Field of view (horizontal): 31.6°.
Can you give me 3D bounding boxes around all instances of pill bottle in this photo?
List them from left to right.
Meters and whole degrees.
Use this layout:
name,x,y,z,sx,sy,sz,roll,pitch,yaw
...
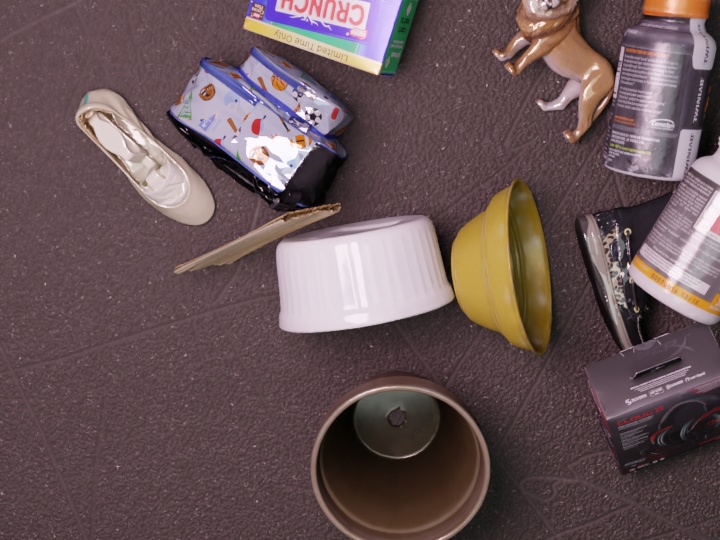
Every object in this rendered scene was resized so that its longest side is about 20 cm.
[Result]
name,x,y,z,sx,sy,sz,roll,pitch,yaw
pill bottle,0.337,-0.207,1.416,0.106,0.106,0.201,7,104,-2
pill bottle,0.388,-0.052,1.378,0.116,0.116,0.200,28,105,-7

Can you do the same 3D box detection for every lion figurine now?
name,x,y,z,sx,sy,sz,roll,pitch,yaw
lion figurine,0.232,-0.240,1.421,0.122,0.073,0.200,-40,123,11

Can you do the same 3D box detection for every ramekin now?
name,x,y,z,sx,sy,sz,roll,pitch,yaw
ramekin,0.000,0.000,1.424,0.200,0.200,0.098,-9,96,2

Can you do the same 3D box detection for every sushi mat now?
name,x,y,z,sx,sy,sz,roll,pitch,yaw
sushi mat,-0.116,-0.034,1.413,0.200,0.096,0.012,-22,84,43

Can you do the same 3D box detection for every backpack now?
name,x,y,z,sx,sy,sz,roll,pitch,yaw
backpack,-0.107,-0.159,1.391,0.190,0.200,0.154,28,91,3

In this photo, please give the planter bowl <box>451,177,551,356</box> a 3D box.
name,x,y,z,sx,sy,sz,roll,pitch,yaw
planter bowl,0.153,0.001,1.435,0.083,0.200,0.201,-7,105,20

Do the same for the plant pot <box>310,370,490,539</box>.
name,x,y,z,sx,sy,sz,roll,pitch,yaw
plant pot,0.043,0.199,1.481,0.199,0.174,0.201,0,104,-1

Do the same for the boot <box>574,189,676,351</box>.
name,x,y,z,sx,sy,sz,roll,pitch,yaw
boot,0.350,0.007,1.488,0.153,0.074,0.204,-21,105,2

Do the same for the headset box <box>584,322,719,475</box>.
name,x,y,z,sx,sy,sz,roll,pitch,yaw
headset box,0.345,0.146,1.462,0.148,0.075,0.200,-21,147,4

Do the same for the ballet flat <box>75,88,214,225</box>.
name,x,y,z,sx,sy,sz,roll,pitch,yaw
ballet flat,-0.248,-0.123,1.455,0.069,0.069,0.200,-43,101,10

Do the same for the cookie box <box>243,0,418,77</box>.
name,x,y,z,sx,sy,sz,roll,pitch,yaw
cookie box,-0.016,-0.330,1.376,0.171,0.075,0.201,21,104,15
